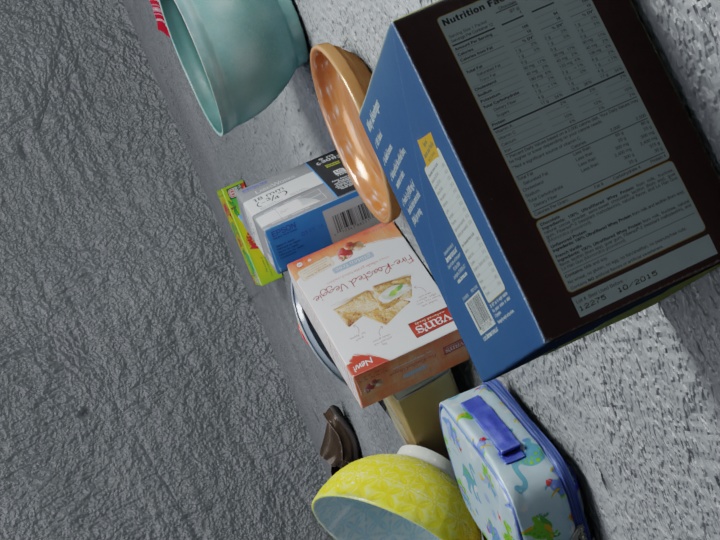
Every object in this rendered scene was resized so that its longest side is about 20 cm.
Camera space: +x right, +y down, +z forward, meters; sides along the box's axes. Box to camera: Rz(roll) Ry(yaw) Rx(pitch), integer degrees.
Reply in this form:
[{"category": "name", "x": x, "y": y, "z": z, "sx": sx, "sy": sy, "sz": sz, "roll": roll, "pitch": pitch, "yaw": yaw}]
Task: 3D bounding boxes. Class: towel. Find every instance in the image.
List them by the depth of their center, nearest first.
[{"category": "towel", "x": -0.404, "y": -0.550, "z": 2.946, "sx": 0.145, "sy": 0.022, "sz": 0.201, "roll": -137, "pitch": 26, "yaw": -66}]

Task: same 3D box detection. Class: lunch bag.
[{"category": "lunch bag", "x": 0.151, "y": 0.207, "z": 1.487, "sx": 0.200, "sy": 0.082, "sz": 0.161, "roll": -130, "pitch": 18, "yaw": -60}]

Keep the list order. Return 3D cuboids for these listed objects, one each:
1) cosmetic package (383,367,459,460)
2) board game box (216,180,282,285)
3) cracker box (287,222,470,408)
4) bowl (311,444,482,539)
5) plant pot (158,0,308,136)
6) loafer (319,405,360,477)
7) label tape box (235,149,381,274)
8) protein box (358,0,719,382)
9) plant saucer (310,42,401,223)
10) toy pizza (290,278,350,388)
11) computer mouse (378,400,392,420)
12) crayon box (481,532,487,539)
[{"category": "cosmetic package", "x": 0.070, "y": 0.150, "z": 1.749, "sx": 0.105, "sy": 0.071, "sz": 0.200, "roll": 54, "pitch": 172, "yaw": 40}, {"category": "board game box", "x": -0.216, "y": -0.072, "z": 2.960, "sx": 0.102, "sy": 0.047, "sz": 0.201, "roll": -175, "pitch": 62, "yaw": -80}, {"category": "cracker box", "x": 0.018, "y": 0.043, "z": 1.676, "sx": 0.200, "sy": 0.133, "sz": 0.058, "roll": 57, "pitch": 167, "yaw": 44}, {"category": "bowl", "x": 0.057, "y": 0.261, "z": 1.710, "sx": 0.199, "sy": 0.108, "sz": 0.200, "roll": 22, "pitch": 153, "yaw": 12}, {"category": "plant pot", "x": -0.144, "y": -0.278, "z": 1.805, "sx": 0.201, "sy": 0.134, "sz": 0.200, "roll": 62, "pitch": 170, "yaw": 20}, {"category": "loafer", "x": -0.042, "y": 0.342, "z": 2.908, "sx": 0.073, "sy": 0.071, "sz": 0.201, "roll": -125, "pitch": 15, "yaw": -50}, {"category": "label tape box", "x": -0.070, "y": -0.084, "z": 1.822, "sx": 0.200, "sy": 0.144, "sz": 0.064, "roll": -131, "pitch": 20, "yaw": -61}, {"category": "protein box", "x": 0.107, "y": -0.059, "z": 0.933, "sx": 0.199, "sy": 0.134, "sz": 0.201, "roll": 117, "pitch": 129, "yaw": -78}, {"category": "plant saucer", "x": 0.003, "y": -0.147, "z": 1.598, "sx": 0.200, "sy": 0.037, "sz": 0.201, "roll": 156, "pitch": 90, "yaw": -81}, {"category": "toy pizza", "x": -0.023, "y": 0.067, "z": 1.911, "sx": 0.200, "sy": 0.032, "sz": 0.201, "roll": 35, "pitch": -142, "yaw": -34}, {"category": "computer mouse", "x": 0.084, "y": 0.216, "z": 2.003, "sx": 0.200, "sy": 0.046, "sz": 0.141, "roll": 50, "pitch": 160, "yaw": 24}, {"category": "crayon box", "x": 0.190, "y": 0.327, "z": 1.653, "sx": 0.200, "sy": 0.051, "sz": 0.127, "roll": -131, "pitch": 20, "yaw": -60}]
